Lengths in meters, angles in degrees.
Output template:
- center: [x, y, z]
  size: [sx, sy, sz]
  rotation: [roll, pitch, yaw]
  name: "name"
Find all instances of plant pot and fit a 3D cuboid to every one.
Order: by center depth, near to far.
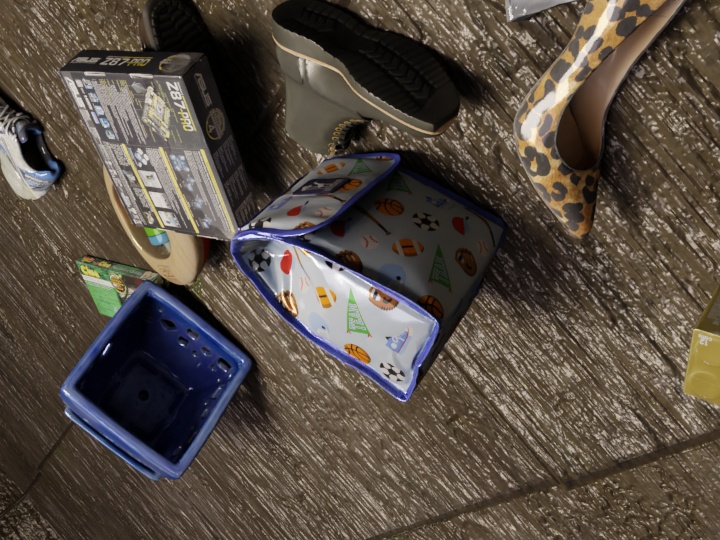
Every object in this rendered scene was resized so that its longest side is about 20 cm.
- center: [-0.297, 0.170, 1.163]
  size: [0.199, 0.201, 0.180]
  rotation: [37, 149, -7]
  name: "plant pot"

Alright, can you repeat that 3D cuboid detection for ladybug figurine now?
- center: [-0.246, -0.076, 1.019]
  size: [0.134, 0.072, 0.203]
  rotation: [4, 124, 41]
  name: "ladybug figurine"

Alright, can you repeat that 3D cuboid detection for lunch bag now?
- center: [0.006, -0.017, 0.725]
  size: [0.198, 0.170, 0.125]
  rotation: [30, 131, 13]
  name: "lunch bag"

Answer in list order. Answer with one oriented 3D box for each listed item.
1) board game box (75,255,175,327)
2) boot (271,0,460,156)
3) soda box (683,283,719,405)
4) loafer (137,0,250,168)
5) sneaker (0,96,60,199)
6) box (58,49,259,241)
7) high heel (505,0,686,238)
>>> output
- center: [-0.361, 0.039, 1.268]
  size: [0.197, 0.023, 0.106]
  rotation: [12, 131, 37]
  name: "board game box"
- center: [0.002, -0.141, 0.734]
  size: [0.200, 0.077, 0.140]
  rotation: [41, 148, 29]
  name: "boot"
- center: [0.341, 0.081, 0.582]
  size: [0.198, 0.064, 0.069]
  rotation: [21, 135, 32]
  name: "soda box"
- center: [-0.189, -0.187, 0.868]
  size: [0.070, 0.073, 0.203]
  rotation: [4, 124, 40]
  name: "loafer"
- center: [-0.502, -0.204, 1.177]
  size: [0.084, 0.077, 0.201]
  rotation: [-18, 115, 39]
  name: "sneaker"
- center: [-0.204, -0.127, 0.846]
  size: [0.159, 0.049, 0.202]
  rotation: [10, 136, 28]
  name: "box"
- center: [0.178, -0.116, 0.568]
  size: [0.141, 0.071, 0.204]
  rotation: [5, 116, 49]
  name: "high heel"
